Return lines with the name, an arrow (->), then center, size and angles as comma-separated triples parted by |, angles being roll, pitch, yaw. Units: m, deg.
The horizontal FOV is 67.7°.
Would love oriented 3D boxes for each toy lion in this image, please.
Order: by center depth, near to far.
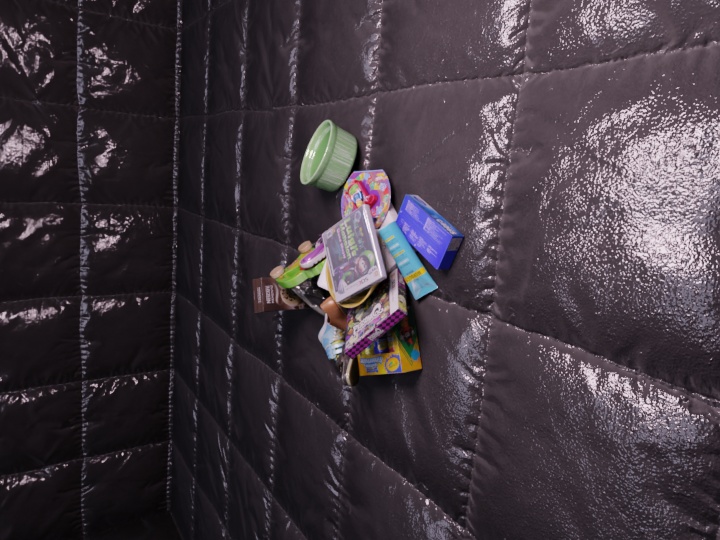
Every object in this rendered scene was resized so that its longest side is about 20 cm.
toy lion -> -0.160, -0.018, 1.655 | 0.191, 0.200, 0.069 | 13, 142, 58

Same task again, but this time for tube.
tube -> 0.116, -0.027, 1.350 | 0.077, 0.050, 0.201 | -33, 88, 45

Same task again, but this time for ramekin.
ramekin -> -0.092, -0.332, 1.591 | 0.200, 0.097, 0.201 | -44, 36, 44

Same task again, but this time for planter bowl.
planter bowl -> 0.000, 0.000, 1.430 | 0.200, 0.083, 0.202 | -6, 81, 47

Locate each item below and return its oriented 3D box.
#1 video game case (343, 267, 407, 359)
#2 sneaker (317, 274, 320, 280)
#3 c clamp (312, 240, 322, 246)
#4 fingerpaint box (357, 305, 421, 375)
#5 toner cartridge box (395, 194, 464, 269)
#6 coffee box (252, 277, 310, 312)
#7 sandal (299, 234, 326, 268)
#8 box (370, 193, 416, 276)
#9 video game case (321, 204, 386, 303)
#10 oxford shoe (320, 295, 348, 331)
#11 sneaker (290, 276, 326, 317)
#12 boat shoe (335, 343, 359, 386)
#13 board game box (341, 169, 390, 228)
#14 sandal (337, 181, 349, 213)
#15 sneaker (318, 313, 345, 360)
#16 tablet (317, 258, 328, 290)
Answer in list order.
video game case -> 0.038, 0.109, 1.383 | 0.200, 0.036, 0.182 | -42, 22, 26
sneaker -> -0.048, 0.036, 1.595 | 0.199, 0.070, 0.109 | -26, 70, 39
c clamp -> -0.085, -0.029, 1.710 | 0.171, 0.027, 0.201 | -35, 62, 45
fingerpaint box -> 0.066, 0.194, 1.451 | 0.200, 0.073, 0.168 | -19, 76, 55
toner cartridge box -> 0.164, -0.097, 1.318 | 0.200, 0.043, 0.095 | 51, 130, 42
coffee box -> -0.255, 0.079, 1.808 | 0.080, 0.199, 0.114 | -10, 84, 56
sandal -> -0.107, -0.084, 1.601 | 0.082, 0.203, 0.050 | 5, 134, 50
box -> 0.058, -0.087, 1.460 | 0.144, 0.036, 0.201 | -47, 54, 34
video game case -> -0.021, -0.041, 1.379 | 0.181, 0.023, 0.201 | -30, 65, 41
oxford shoe -> -0.057, 0.143, 1.555 | 0.200, 0.071, 0.071 | 59, -179, -41
sneaker -> -0.135, 0.070, 1.737 | 0.199, 0.076, 0.114 | 42, 86, 19
boat shoe -> -0.037, 0.266, 1.525 | 0.201, 0.066, 0.072 | -73, -28, -66
board game box -> -0.001, -0.200, 1.479 | 0.199, 0.039, 0.159 | 8, 92, 47
sandal -> -0.016, -0.166, 1.591 | 0.075, 0.045, 0.201 | -20, 89, 60
sneaker -> -0.062, 0.197, 1.640 | 0.131, 0.079, 0.201 | 63, 148, 35
tablet -> -0.023, 0.016, 1.526 | 0.199, 0.014, 0.131 | 22, 90, 28
